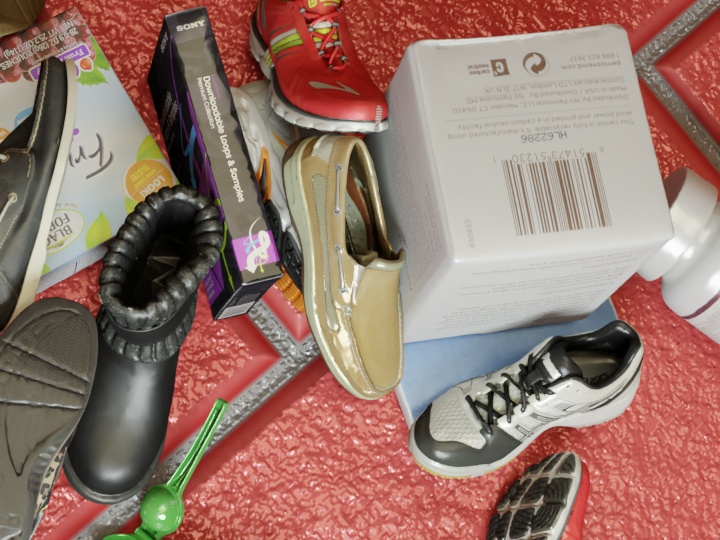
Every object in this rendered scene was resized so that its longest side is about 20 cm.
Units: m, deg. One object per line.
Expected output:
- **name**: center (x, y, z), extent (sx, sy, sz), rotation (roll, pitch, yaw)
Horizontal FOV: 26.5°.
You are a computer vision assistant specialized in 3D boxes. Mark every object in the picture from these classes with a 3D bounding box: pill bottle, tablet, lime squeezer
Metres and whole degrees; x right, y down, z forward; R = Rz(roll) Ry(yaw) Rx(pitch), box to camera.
- **pill bottle**: center (0.313, 0.010, 1.230), extent (0.199, 0.110, 0.110), rotation (35, 72, -5)
- **tablet**: center (0.113, 0.050, 1.219), extent (0.199, 0.014, 0.131), rotation (-18, 84, -17)
- **lime squeezer**: center (-0.161, 0.176, 1.095), extent (0.200, 0.038, 0.071), rotation (-44, 134, -19)

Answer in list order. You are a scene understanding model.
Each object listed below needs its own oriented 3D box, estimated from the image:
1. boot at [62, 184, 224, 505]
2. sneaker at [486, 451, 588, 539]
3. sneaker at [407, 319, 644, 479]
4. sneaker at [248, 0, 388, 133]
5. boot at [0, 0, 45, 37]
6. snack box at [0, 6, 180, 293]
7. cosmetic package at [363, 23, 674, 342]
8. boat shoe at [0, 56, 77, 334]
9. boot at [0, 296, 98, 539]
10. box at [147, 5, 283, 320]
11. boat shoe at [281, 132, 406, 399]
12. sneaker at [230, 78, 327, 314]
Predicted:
- **boot**: center (-0.157, 0.054, 1.071), extent (0.079, 0.158, 0.213), rotation (13, 75, -12)
- **sneaker**: center (0.142, 0.239, 1.159), extent (0.085, 0.077, 0.201), rotation (26, 71, -30)
- **sneaker**: center (0.125, 0.088, 1.154), extent (0.199, 0.088, 0.076), rotation (-21, 60, -21)
- **sneaker**: center (-0.035, -0.169, 1.137), extent (0.077, 0.085, 0.200), rotation (-4, 36, -26)
- **boot**: center (-0.326, -0.179, 1.103), extent (0.073, 0.154, 0.200), rotation (67, 31, -29)
- **snack box**: center (-0.255, -0.071, 1.119), extent (0.199, 0.068, 0.169), rotation (-29, 87, -17)
- **cosmetic package**: center (0.105, -0.059, 1.131), extent (0.166, 0.200, 0.167), rotation (-7, 73, -14)
- **boat shoe**: center (-0.238, -0.058, 1.048), extent (0.067, 0.072, 0.201), rotation (17, 77, -16)
- **boot**: center (-0.234, 0.123, 1.040), extent (0.073, 0.151, 0.201), rotation (16, 76, -10)
- **box**: center (-0.110, -0.074, 1.119), extent (0.036, 0.143, 0.201), rotation (-13, 81, -16)
- **boat shoe**: center (0.000, 0.000, 1.103), extent (0.072, 0.076, 0.201), rotation (-30, 109, -41)
- **sneaker**: center (-0.040, -0.061, 1.174), extent (0.092, 0.076, 0.201), rotation (-22, 87, -23)
